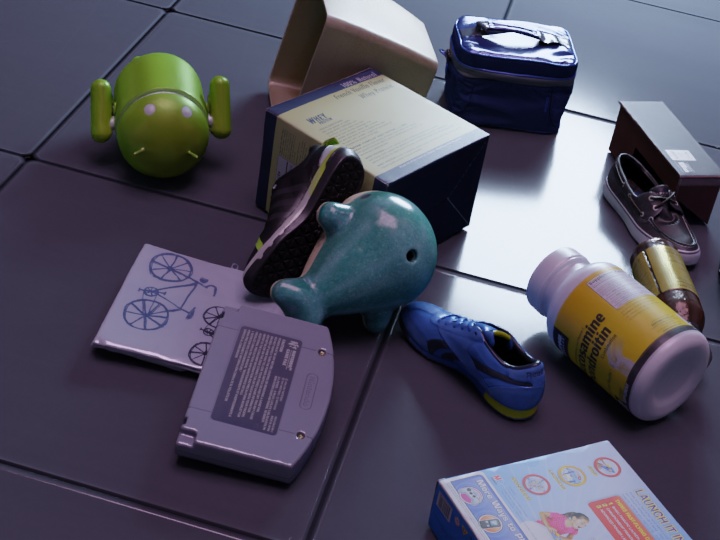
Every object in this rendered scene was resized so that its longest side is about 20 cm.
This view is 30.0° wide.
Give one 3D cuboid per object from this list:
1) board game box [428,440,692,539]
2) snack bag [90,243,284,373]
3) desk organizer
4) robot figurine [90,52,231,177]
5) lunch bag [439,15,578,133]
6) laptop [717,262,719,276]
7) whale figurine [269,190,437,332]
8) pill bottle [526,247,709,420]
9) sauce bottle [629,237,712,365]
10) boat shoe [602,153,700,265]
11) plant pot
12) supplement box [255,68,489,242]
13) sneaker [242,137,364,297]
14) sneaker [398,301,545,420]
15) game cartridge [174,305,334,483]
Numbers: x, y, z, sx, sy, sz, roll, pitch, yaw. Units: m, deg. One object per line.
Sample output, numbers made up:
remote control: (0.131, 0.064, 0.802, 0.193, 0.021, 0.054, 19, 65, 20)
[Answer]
board game box: (0.192, 0.254, 1.205, 0.194, 0.056, 0.200, -8, 38, -26)
snack bag: (-0.166, 0.049, 1.437, 0.197, 0.022, 0.189, 15, 35, 1)
desk organizer: (0.413, -0.148, 1.830, 0.071, 0.078, 0.201, -1, 36, -17)
robot figurine: (-0.250, -0.194, 1.680, 0.173, 0.117, 0.201, -1, 36, -12)
lunch bag: (0.208, -0.294, 1.937, 0.197, 0.134, 0.137, 6, 34, -8)
laptop: (0.542, -0.020, 1.657, 0.175, 0.104, 0.200, 18, 35, 10)
whale figurine: (0.000, 0.000, 1.435, 0.199, 0.161, 0.103, -35, 24, -29)
pill bottle: (0.272, 0.062, 1.456, 0.111, 0.113, 0.200, -15, 41, -33)
sauce bottle: (0.360, 0.042, 1.554, 0.064, 0.065, 0.201, 6, 36, -6)
boat shoe: (0.380, -0.085, 1.739, 0.069, 0.067, 0.201, -3, 36, -18)
plant pot: (-0.006, -0.272, 1.806, 0.175, 0.202, 0.201, 12, 32, -17)
supplement box: (0.012, -0.123, 1.632, 0.199, 0.136, 0.199, 33, 40, 29)
sneaker: (-0.072, -0.059, 1.491, 0.082, 0.072, 0.201, 24, 72, 43)
sneaker: (0.121, 0.074, 1.431, 0.065, 0.079, 0.200, -22, 44, -36)
game cartridge: (-0.095, 0.120, 1.323, 0.132, 0.042, 0.201, 18, 40, -2)
